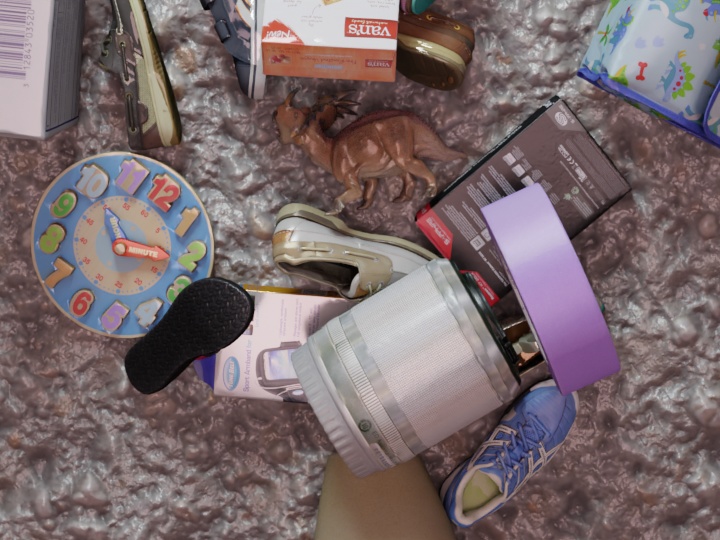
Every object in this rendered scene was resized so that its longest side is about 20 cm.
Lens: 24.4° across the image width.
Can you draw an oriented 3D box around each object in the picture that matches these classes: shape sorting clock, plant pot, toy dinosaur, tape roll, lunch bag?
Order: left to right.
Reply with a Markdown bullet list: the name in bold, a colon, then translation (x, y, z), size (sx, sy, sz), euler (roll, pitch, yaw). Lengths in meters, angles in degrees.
- **shape sorting clock**: translation (-0.253, -0.026, 1.767), size (0.197, 0.039, 0.202), euler (0, 99, 2)
- **toy dinosaur**: translation (0.012, -0.134, 1.723), size (0.198, 0.086, 0.137), euler (-10, 92, -3)
- **plant pot**: translation (0.025, 0.288, 1.755), size (0.185, 0.187, 0.202), euler (-8, 84, 3)
- **tape roll**: translation (0.186, 0.018, 1.634), size (0.065, 0.200, 0.202), euler (-24, 98, 4)
- **lunch bag**: translation (0.348, -0.225, 1.682), size (0.198, 0.127, 0.171), euler (25, 97, -16)

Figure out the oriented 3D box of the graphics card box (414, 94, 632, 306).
- **graphics card box**: translation (0.170, -0.072, 1.742), size (0.200, 0.051, 0.126), euler (-41, 97, 8)

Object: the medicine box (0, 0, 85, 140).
- **medicine box**: translation (-0.338, -0.233, 1.652), size (0.102, 0.200, 0.184), euler (6, 100, -2)

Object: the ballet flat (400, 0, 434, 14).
- **ballet flat**: translation (0.091, -0.347, 1.685), size (0.071, 0.069, 0.200), euler (38, 81, 16)

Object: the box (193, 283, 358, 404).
- **box**: translation (-0.078, 0.079, 1.781), size (0.198, 0.041, 0.121), euler (6, 100, 3)

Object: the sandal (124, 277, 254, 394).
- **sandal**: translation (-0.177, 0.064, 1.750), size (0.199, 0.045, 0.076), euler (-36, 78, 38)

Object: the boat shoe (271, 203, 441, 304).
- **boat shoe**: translation (0.000, 0.000, 1.730), size (0.198, 0.075, 0.069), euler (19, 56, -9)

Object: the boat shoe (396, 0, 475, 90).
- **boat shoe**: translation (0.025, -0.255, 1.714), size (0.198, 0.072, 0.068), euler (24, 66, 5)

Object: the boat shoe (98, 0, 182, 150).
- **boat shoe**: translation (-0.239, -0.220, 1.718), size (0.065, 0.072, 0.203), euler (-16, 103, -1)

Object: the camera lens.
- **camera lens**: translation (0.050, 0.096, 1.666), size (0.199, 0.160, 0.161), euler (-30, 98, 3)

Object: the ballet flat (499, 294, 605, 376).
- **ballet flat**: translation (0.168, 0.079, 1.759), size (0.199, 0.067, 0.068), euler (-31, 99, 7)

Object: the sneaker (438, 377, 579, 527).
- **sneaker**: translation (0.164, 0.201, 1.775), size (0.076, 0.077, 0.201), euler (39, 97, -3)

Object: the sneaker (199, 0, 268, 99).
- **sneaker**: translation (-0.130, -0.276, 1.703), size (0.078, 0.078, 0.203), euler (-1, 89, -3)

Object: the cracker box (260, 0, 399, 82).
- **cracker box**: translation (-0.026, -0.287, 1.653), size (0.132, 0.058, 0.202), euler (3, 61, 0)
